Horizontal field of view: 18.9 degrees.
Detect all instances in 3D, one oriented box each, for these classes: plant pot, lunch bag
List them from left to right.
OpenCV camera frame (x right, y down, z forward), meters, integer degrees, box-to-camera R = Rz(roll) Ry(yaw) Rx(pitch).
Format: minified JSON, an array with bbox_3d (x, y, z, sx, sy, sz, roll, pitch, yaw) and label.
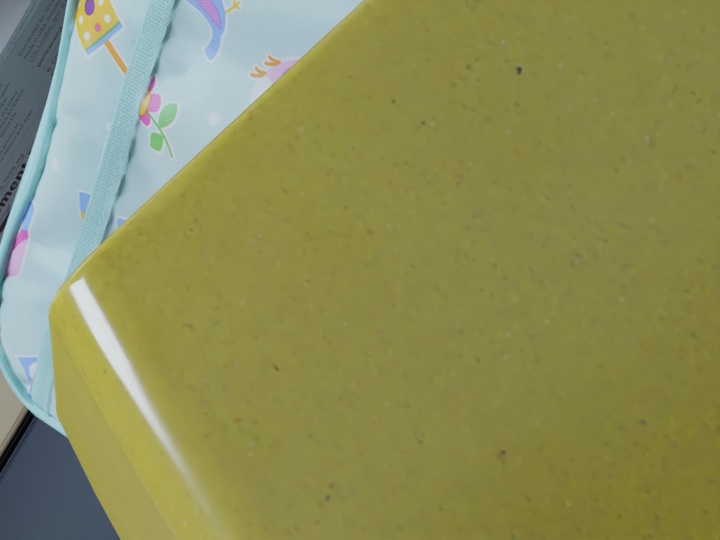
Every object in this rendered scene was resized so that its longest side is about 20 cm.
[{"bbox_3d":[-0.027,-0.016,0.629,0.160,0.201,0.077,32,-152,21],"label":"lunch bag"},{"bbox_3d":[0.045,0.035,0.436,0.176,0.200,0.200,44,166,4],"label":"plant pot"}]

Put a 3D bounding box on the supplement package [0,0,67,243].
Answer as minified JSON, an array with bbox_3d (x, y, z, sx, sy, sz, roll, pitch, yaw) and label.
[{"bbox_3d":[-0.172,-0.103,0.780,0.200,0.156,0.111,32,-179,25],"label":"supplement package"}]
